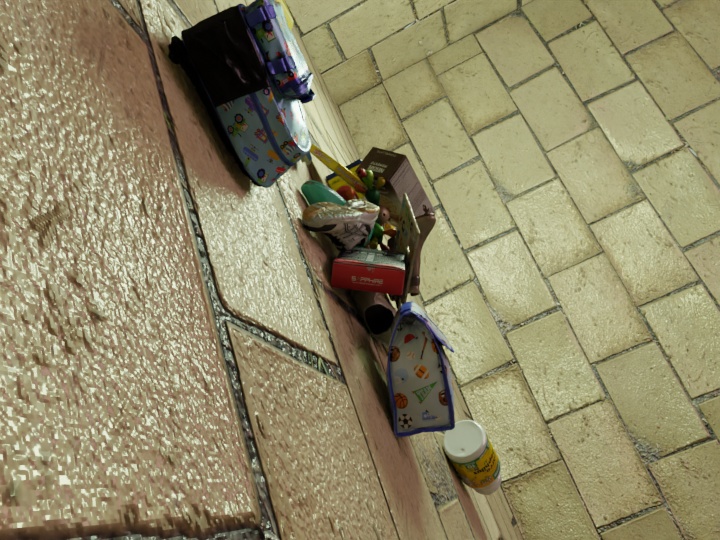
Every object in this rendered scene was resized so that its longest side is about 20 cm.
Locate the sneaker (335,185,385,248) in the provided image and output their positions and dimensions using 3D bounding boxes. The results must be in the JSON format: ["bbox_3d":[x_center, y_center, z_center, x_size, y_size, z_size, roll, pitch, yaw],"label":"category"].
[{"bbox_3d":[0.001,-0.136,1.350,0.116,0.077,0.202,-57,144,-38],"label":"sneaker"}]

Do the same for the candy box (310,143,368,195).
[{"bbox_3d":[-0.055,-0.241,1.351,0.102,0.027,0.200,33,8,-32],"label":"candy box"}]

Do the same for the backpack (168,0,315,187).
[{"bbox_3d":[-0.123,-0.216,0.719,0.183,0.133,0.202,-88,155,-72],"label":"backpack"}]

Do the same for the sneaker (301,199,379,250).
[{"bbox_3d":[-0.033,-0.073,1.021,0.075,0.089,0.199,28,22,29],"label":"sneaker"}]

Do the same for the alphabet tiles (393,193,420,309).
[{"bbox_3d":[0.085,-0.028,1.152,0.168,0.007,0.203,-100,-164,-57],"label":"alphabet tiles"}]

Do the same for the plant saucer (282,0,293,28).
[{"bbox_3d":[-0.339,-1.101,2.328,0.200,0.048,0.202,43,24,-71],"label":"plant saucer"}]

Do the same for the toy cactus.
[{"bbox_3d":[0.037,-0.125,1.263,0.165,0.101,0.203,-28,103,-68],"label":"toy cactus"}]

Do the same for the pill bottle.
[{"bbox_3d":[0.291,0.481,1.446,0.113,0.111,0.201,-105,168,-54],"label":"pill bottle"}]

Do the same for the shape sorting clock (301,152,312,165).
[{"bbox_3d":[-0.151,-0.300,1.128,0.200,0.039,0.203,155,-89,-87],"label":"shape sorting clock"}]

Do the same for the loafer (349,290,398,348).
[{"bbox_3d":[0.045,0.103,1.112,0.200,0.075,0.069,48,17,-35],"label":"loafer"}]

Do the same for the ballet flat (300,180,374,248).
[{"bbox_3d":[-0.043,-0.099,1.108,0.199,0.067,0.071,32,62,-43],"label":"ballet flat"}]

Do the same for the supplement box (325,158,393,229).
[{"bbox_3d":[0.001,-0.180,1.542,0.109,0.108,0.203,-2,68,-82],"label":"supplement box"}]

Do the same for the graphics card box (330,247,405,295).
[{"bbox_3d":[0.018,-0.004,1.038,0.200,0.123,0.052,-73,169,-79],"label":"graphics card box"}]

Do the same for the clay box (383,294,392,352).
[{"bbox_3d":[0.051,0.097,1.243,0.202,0.047,0.115,63,8,-14],"label":"clay box"}]

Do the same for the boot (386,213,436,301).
[{"bbox_3d":[0.110,-0.020,1.244,0.200,0.069,0.149,142,-52,-59],"label":"boot"}]

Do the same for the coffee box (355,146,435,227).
[{"bbox_3d":[0.086,-0.186,1.356,0.114,0.080,0.200,23,-21,42],"label":"coffee box"}]

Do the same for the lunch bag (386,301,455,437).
[{"bbox_3d":[0.102,0.158,0.990,0.170,0.122,0.204,-19,99,-85],"label":"lunch bag"}]
